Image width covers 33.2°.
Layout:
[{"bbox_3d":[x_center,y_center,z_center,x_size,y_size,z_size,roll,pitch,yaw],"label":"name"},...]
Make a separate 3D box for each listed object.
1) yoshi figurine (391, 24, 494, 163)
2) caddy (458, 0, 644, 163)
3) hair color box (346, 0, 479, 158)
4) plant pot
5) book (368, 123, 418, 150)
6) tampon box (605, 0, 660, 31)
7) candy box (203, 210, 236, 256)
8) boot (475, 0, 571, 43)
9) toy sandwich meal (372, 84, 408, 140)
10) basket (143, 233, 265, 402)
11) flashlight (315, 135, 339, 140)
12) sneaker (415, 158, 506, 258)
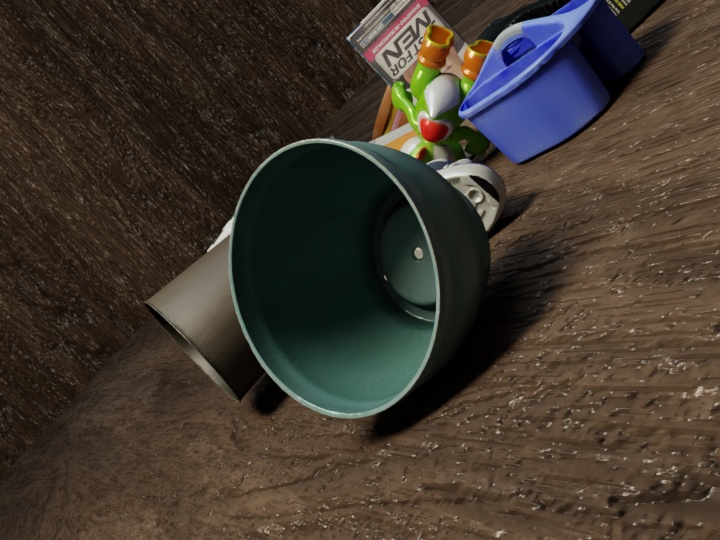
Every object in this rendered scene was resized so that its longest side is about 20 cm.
[{"bbox_3d":[0.091,-0.164,1.332,0.113,0.111,0.202,50,135,46],"label":"yoshi figurine"},{"bbox_3d":[0.174,-0.193,1.166,0.142,0.105,0.200,-49,10,-25],"label":"caddy"},{"bbox_3d":[0.086,-0.233,1.414,0.100,0.200,0.061,-44,10,6],"label":"hair color box"},{"bbox_3d":[0.017,-0.004,0.914,0.133,0.202,0.200,-15,-17,-49],"label":"plant pot"},{"bbox_3d":[0.038,-0.135,1.510,0.132,0.048,0.200,-24,19,12],"label":"book"},{"bbox_3d":[0.296,-0.365,1.288,0.200,0.126,0.150,-43,10,14],"label":"tampon box"},{"bbox_3d":[-0.111,-0.003,1.419,0.201,0.136,0.061,-53,49,9],"label":"candy box"},{"bbox_3d":[0.193,-0.274,1.482,0.200,0.077,0.168,-44,11,-29],"label":"boot"},{"bbox_3d":[0.073,-0.241,1.697,0.205,0.070,0.207,22,-90,-89],"label":"toy sandwich meal"},{"bbox_3d":[-0.109,0.017,1.289,0.200,0.136,0.180,-44,29,-12],"label":"basket"},{"bbox_3d":[-0.008,-0.088,1.368,0.067,0.069,0.201,-14,39,-15],"label":"flashlight"},{"bbox_3d":[0.086,-0.079,1.155,0.200,0.080,0.147,-39,14,49],"label":"sneaker"}]
